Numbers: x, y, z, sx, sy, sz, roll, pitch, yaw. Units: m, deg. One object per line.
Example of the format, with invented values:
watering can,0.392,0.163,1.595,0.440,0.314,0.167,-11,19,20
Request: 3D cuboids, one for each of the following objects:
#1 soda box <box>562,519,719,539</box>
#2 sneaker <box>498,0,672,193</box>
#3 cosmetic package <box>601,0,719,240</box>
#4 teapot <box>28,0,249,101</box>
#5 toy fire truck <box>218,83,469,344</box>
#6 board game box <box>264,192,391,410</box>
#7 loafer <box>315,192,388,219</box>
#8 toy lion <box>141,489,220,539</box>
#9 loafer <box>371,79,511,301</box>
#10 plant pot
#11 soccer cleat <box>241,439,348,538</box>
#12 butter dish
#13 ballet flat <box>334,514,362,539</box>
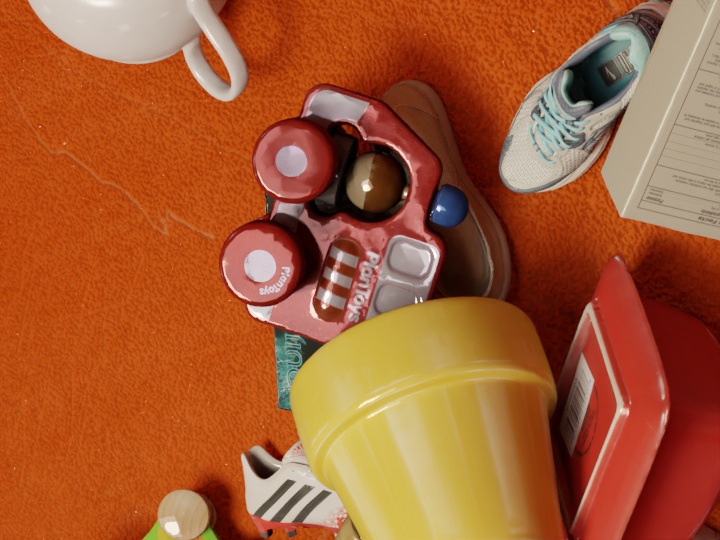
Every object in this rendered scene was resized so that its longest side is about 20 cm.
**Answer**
soda box,0.212,0.217,1.689,0.200,0.063,0.068,28,119,26
sneaker,0.161,-0.129,1.608,0.078,0.086,0.200,51,125,13
cosmetic package,0.259,-0.128,1.522,0.103,0.073,0.201,13,119,-16
teapot,-0.187,-0.243,1.780,0.197,0.201,0.146,-1,146,5
toy fire truck,-0.008,-0.035,1.657,0.167,0.112,0.201,19,97,4
board game box,-0.015,0.028,1.811,0.135,0.028,0.201,7,108,31
loafer,0.000,0.000,1.738,0.076,0.067,0.201,-16,79,27
toy lion,-0.160,0.310,1.924,0.200,0.069,0.192,-31,80,-3
loafer,0.055,-0.054,1.715,0.076,0.068,0.201,-27,86,39
plant pot,0.064,0.151,1.594,0.201,0.200,0.189,-40,54,36
soccer cleat,-0.024,0.185,1.844,0.199,0.069,0.086,-7,104,40
butter dish,0.231,0.120,1.601,0.147,0.200,0.201,7,124,-13
ballet flat,0.055,0.218,1.723,0.063,0.199,0.069,-53,48,34
